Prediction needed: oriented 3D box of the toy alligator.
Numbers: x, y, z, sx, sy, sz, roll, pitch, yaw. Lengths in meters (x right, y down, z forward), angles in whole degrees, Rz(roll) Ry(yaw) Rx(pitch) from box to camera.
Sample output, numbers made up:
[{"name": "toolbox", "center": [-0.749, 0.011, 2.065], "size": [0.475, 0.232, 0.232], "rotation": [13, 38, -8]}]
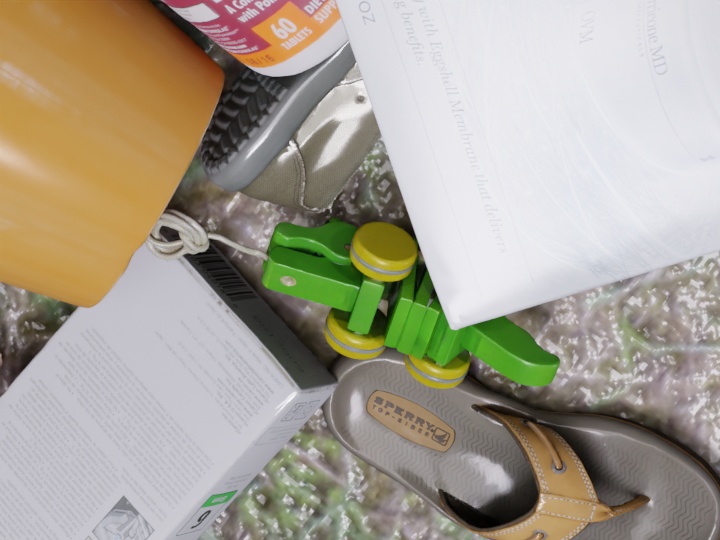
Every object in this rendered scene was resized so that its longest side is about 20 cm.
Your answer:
[{"name": "toy alligator", "center": [0.000, 0.000, 1.249], "size": [0.199, 0.054, 0.060], "rotation": [21, 127, 1]}]

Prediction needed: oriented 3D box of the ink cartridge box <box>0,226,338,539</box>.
[{"name": "ink cartridge box", "center": [-0.116, 0.085, 1.290], "size": [0.109, 0.050, 0.200], "rotation": [47, 108, 15]}]

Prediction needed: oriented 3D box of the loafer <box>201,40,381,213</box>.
[{"name": "loafer", "center": [0.013, -0.105, 1.230], "size": [0.070, 0.075, 0.200], "rotation": [35, 108, -30]}]

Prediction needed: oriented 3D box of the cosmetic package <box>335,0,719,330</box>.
[{"name": "cosmetic package", "center": [0.098, -0.112, 1.022], "size": [0.199, 0.123, 0.200], "rotation": [-17, 108, 9]}]

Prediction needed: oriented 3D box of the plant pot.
[{"name": "plant pot", "center": [-0.169, -0.081, 1.215], "size": [0.183, 0.200, 0.201], "rotation": [31, 107, -11]}]

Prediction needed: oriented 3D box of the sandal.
[{"name": "sandal", "center": [0.071, 0.091, 1.256], "size": [0.199, 0.055, 0.082], "rotation": [27, 105, 7]}]

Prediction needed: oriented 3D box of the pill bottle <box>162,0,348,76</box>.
[{"name": "pill bottle", "center": [-0.080, -0.179, 1.164], "size": [0.200, 0.110, 0.110], "rotation": [36, 110, -30]}]

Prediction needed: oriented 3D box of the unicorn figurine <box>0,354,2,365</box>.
[{"name": "unicorn figurine", "center": [-0.252, 0.095, 1.304], "size": [0.199, 0.137, 0.074], "rotation": [-22, 98, -2]}]
